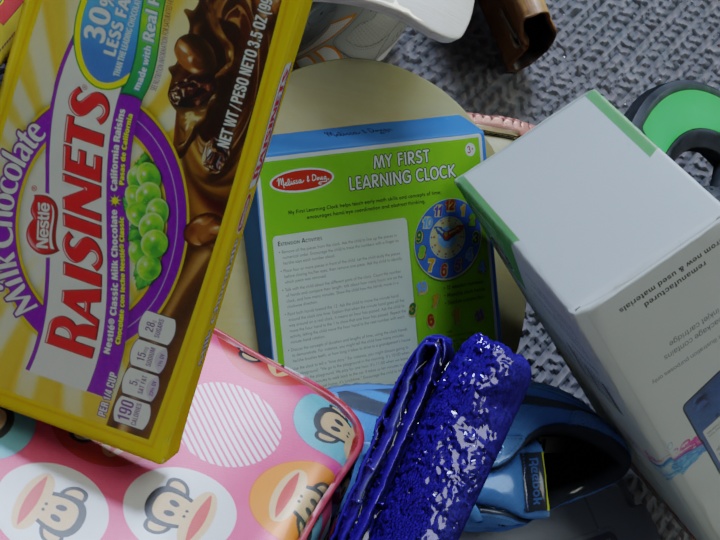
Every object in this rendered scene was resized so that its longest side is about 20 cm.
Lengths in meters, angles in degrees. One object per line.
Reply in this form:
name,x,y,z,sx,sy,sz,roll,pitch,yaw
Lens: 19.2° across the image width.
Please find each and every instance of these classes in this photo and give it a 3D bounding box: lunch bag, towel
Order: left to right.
lunch bag,-0.107,0.099,0.835,0.176,0.082,0.200,26,46,4
towel,0.003,0.125,0.848,0.049,0.148,0.200,26,75,3

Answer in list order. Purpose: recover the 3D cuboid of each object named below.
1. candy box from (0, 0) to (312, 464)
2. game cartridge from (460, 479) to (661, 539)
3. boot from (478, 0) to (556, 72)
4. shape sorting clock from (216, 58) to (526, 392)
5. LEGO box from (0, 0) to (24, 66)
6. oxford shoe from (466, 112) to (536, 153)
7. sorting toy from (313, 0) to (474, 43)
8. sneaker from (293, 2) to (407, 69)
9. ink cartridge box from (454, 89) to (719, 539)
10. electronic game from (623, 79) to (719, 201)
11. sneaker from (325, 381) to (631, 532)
candy box,-0.090,-0.036,0.792,0.102,0.201,0.026,19,13,8
game cartridge,0.082,0.179,0.996,0.200,0.041,0.133,-10,68,-43
boot,0.046,-0.217,1.134,0.068,0.188,0.200,-19,75,-5
shape sorting clock,0.000,0.000,1.003,0.200,0.039,0.201,-1,92,-37
LEGO box,-0.215,-0.044,0.802,0.077,0.149,0.200,41,46,-12
oxford shoe,0.039,-0.046,1.088,0.200,0.071,0.074,13,79,-31
sorting toy,-0.018,-0.180,0.976,0.199,0.107,0.180,3,58,-13
sneaker,-0.026,-0.136,1.056,0.200,0.092,0.076,-22,81,-45
ink cartridge box,0.144,0.035,0.999,0.200,0.087,0.145,58,-2,-32
electronic game,0.198,-0.008,1.174,0.200,0.042,0.201,20,62,-44
sneaker,0.034,0.088,0.960,0.200,0.078,0.066,-6,105,-33
